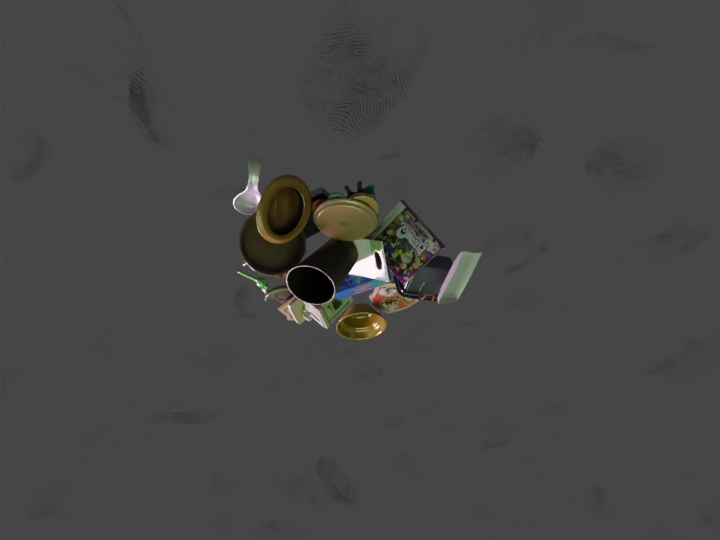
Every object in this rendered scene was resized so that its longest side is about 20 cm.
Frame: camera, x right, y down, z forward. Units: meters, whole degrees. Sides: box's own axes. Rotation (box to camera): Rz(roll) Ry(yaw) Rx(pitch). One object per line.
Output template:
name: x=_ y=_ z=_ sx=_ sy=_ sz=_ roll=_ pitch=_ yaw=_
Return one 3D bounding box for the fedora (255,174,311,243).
fedora: x=-0.233 y=-0.180 z=1.508 sx=0.200 sy=0.082 sz=0.202 roll=-21 pitch=124 yaw=-36

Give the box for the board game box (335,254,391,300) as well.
board game box: x=0.000 y=0.000 z=1.777 sx=0.199 sy=0.153 sz=0.045 roll=-20 pitch=140 yaw=17

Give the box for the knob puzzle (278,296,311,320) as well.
knob puzzle: x=-0.189 y=0.133 z=1.972 sx=0.219 sy=0.031 sz=0.220 roll=-24 pitch=148 yaw=-16

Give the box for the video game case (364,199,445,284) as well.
video game case: x=0.134 y=-0.087 z=1.647 sx=0.181 sy=0.200 sz=0.036 roll=-44 pitch=174 yaw=25

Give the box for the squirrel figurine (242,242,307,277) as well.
squirrel figurine: x=-0.285 y=-0.054 z=1.685 sx=0.185 sy=0.142 sz=0.200 roll=11 pitch=161 yaw=6

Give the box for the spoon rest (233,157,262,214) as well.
spoon rest: x=-0.313 y=-0.228 z=1.511 sx=0.099 sy=0.061 sz=0.200 roll=4 pitch=141 yaw=-13

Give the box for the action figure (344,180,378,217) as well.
action figure: x=0.008 y=-0.190 z=1.610 sx=0.117 sy=0.055 sz=0.200 roll=-15 pitch=146 yaw=9

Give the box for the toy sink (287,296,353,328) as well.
toy sink: x=-0.137 y=0.118 z=1.864 sx=0.200 sy=0.112 sz=0.131 roll=-43 pitch=146 yaw=-19

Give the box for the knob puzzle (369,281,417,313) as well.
knob puzzle: x=0.131 y=0.115 z=2.034 sx=0.218 sy=0.031 sz=0.220 roll=-4 pitch=143 yaw=-3

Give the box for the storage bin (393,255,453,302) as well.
storage bin: x=0.237 y=0.022 z=1.862 sx=0.199 sy=0.146 sz=0.135 roll=8 pitch=131 yaw=-18

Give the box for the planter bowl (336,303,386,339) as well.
planter bowl: x=0.002 y=0.188 z=2.081 sx=0.199 sy=0.084 sz=0.201 roll=-3 pitch=143 yaw=-2

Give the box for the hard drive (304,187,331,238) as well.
hard drive: x=-0.154 y=-0.174 z=1.617 sx=0.199 sy=0.043 sz=0.135 roll=-29 pitch=138 yaw=28

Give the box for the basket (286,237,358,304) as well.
basket: x=-0.103 y=-0.008 z=1.612 sx=0.180 sy=0.200 sz=0.137 roll=-8 pitch=117 yaw=36

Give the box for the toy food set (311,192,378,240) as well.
toy food set: x=-0.047 y=-0.157 z=1.553 sx=0.197 sy=0.049 sz=0.200 roll=4 pitch=148 yaw=1

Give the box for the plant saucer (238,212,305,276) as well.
plant saucer: x=-0.263 y=-0.084 z=1.572 sx=0.199 sy=0.201 sz=0.029 roll=7 pitch=179 yaw=-17

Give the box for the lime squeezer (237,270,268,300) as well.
lime squeezer: x=-0.363 y=0.059 z=1.900 sx=0.070 sy=0.038 sz=0.200 roll=-16 pitch=143 yaw=13

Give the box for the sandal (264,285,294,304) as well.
sandal: x=-0.253 y=0.100 z=1.944 sx=0.200 sy=0.058 sz=0.080 roll=8 pitch=146 yaw=-25

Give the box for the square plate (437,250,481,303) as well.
square plate: x=0.338 y=0.019 z=1.819 sx=0.200 sy=0.028 sz=0.199 roll=0 pitch=118 yaw=-60

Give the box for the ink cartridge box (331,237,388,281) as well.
ink cartridge box: x=0.007 y=-0.050 z=1.680 sx=0.199 sy=0.048 sz=0.146 roll=9 pitch=124 yaw=33
